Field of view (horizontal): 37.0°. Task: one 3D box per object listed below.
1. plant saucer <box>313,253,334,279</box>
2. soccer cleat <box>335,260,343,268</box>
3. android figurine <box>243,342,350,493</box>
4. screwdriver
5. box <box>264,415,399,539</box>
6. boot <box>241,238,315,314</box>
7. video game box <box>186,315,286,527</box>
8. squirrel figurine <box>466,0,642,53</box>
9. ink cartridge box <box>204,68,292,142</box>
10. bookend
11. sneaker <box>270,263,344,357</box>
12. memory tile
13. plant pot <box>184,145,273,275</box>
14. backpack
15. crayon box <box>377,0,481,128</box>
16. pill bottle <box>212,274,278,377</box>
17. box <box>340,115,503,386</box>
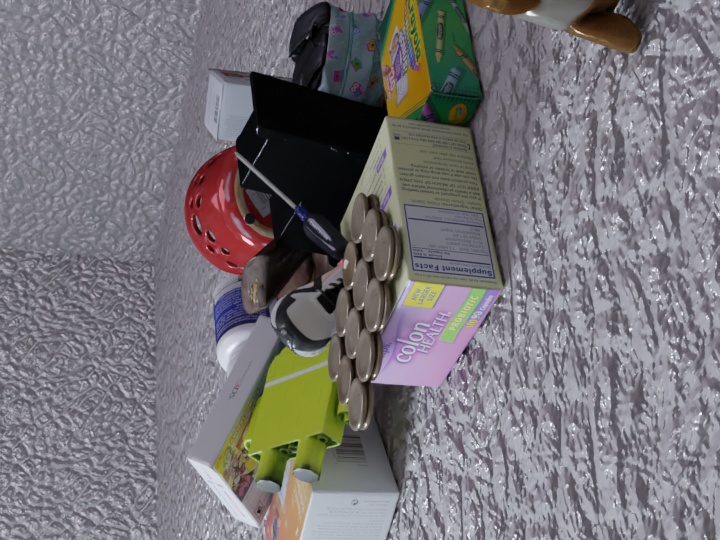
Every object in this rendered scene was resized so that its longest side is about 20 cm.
[{"bbox_3d":[-0.034,-0.036,1.497,0.200,0.031,0.205,-175,90,-73],"label":"plant saucer"},{"bbox_3d":[0.000,0.000,1.296,0.069,0.072,0.203,-112,31,-58],"label":"soccer cleat"},{"bbox_3d":[-0.061,0.147,1.204,0.180,0.041,0.202,-25,39,37],"label":"android figurine"},{"bbox_3d":[-0.078,-0.080,1.177,0.200,0.028,0.029,47,129,27],"label":"screwdriver"},{"bbox_3d":[-0.040,0.290,1.288,0.153,0.104,0.203,-113,32,-57],"label":"box"},{"bbox_3d":[-0.115,0.017,1.440,0.201,0.063,0.189,-62,-13,-55],"label":"boot"},{"bbox_3d":[-0.125,0.189,1.331,0.183,0.046,0.202,72,-142,-54],"label":"video game box"},{"bbox_3d":[0.146,-0.282,0.794,0.200,0.139,0.190,-126,51,-62],"label":"squirrel figurine"},{"bbox_3d":[-0.119,-0.232,1.548,0.176,0.196,0.085,-132,49,-67],"label":"ink cartridge box"},{"bbox_3d":[-0.077,-0.117,1.318,0.201,0.196,0.093,-54,36,41],"label":"bookend"},{"bbox_3d":[-0.026,0.026,1.173,0.080,0.074,0.200,-44,-4,36],"label":"sneaker"},{"bbox_3d":[0.002,0.037,1.046,0.153,0.016,0.204,-124,42,-66],"label":"memory tile"},{"bbox_3d":[-0.154,-0.100,1.649,0.182,0.197,0.205,168,106,-64],"label":"plant pot"},{"bbox_3d":[-0.026,-0.252,1.370,0.200,0.124,0.170,127,144,-64],"label":"backpack"},{"bbox_3d":[0.070,-0.222,1.153,0.119,0.057,0.203,117,153,-52],"label":"crayon box"},{"bbox_3d":[-0.186,0.111,1.813,0.202,0.117,0.121,-103,24,-47],"label":"pill bottle"},{"bbox_3d":[0.054,-0.017,1.082,0.177,0.095,0.203,115,155,-50],"label":"box"}]
